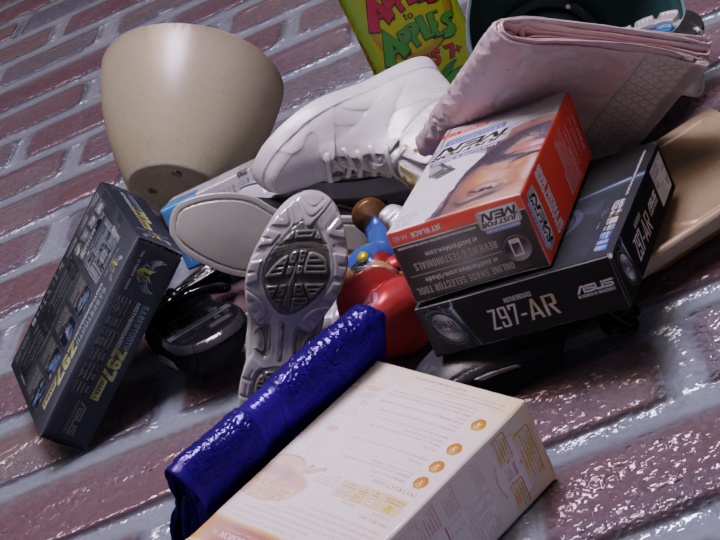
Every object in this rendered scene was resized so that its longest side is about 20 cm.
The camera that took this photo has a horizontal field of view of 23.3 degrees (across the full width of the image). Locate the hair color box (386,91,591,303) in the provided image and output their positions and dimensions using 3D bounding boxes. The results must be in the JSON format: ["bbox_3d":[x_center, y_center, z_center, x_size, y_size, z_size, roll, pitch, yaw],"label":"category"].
[{"bbox_3d":[0.102,-0.059,1.323,0.110,0.064,0.200,-17,22,24],"label":"hair color box"}]

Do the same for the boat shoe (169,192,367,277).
[{"bbox_3d":[-0.072,-0.035,1.567,0.198,0.075,0.060,2,12,-8],"label":"boat shoe"}]

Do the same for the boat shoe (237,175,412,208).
[{"bbox_3d":[-0.018,-0.090,1.620,0.198,0.071,0.070,-7,69,4],"label":"boat shoe"}]

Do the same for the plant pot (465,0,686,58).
[{"bbox_3d":[0.187,-0.209,1.603,0.199,0.201,0.134,-30,-2,-6],"label":"plant pot"}]

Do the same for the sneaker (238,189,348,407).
[{"bbox_3d":[-0.060,0.027,1.391,0.077,0.201,0.099,12,15,-8],"label":"sneaker"}]

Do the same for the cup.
[{"bbox_3d":[-0.188,-0.145,1.858,0.199,0.200,0.144,-12,55,29],"label":"cup"}]

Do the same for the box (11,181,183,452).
[{"bbox_3d":[-0.238,0.038,1.560,0.201,0.051,0.158,-63,26,9],"label":"box"}]

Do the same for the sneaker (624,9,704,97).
[{"bbox_3d":[0.205,-0.151,1.501,0.198,0.087,0.075,-15,33,8],"label":"sneaker"}]

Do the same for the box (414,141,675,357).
[{"bbox_3d":[0.144,-0.018,1.326,0.159,0.044,0.200,-16,21,28],"label":"box"}]

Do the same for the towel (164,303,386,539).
[{"bbox_3d":[-0.055,0.123,1.270,0.049,0.148,0.200,41,66,17],"label":"towel"}]

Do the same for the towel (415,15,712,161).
[{"bbox_3d":[0.161,-0.138,1.423,0.189,0.032,0.200,4,-25,-17],"label":"towel"}]

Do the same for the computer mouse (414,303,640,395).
[{"bbox_3d":[0.104,0.044,1.339,0.199,0.046,0.141,-28,26,-1],"label":"computer mouse"}]

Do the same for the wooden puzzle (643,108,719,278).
[{"bbox_3d":[0.253,-0.058,1.407,0.184,0.037,0.200,-32,21,-8],"label":"wooden puzzle"}]

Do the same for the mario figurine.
[{"bbox_3d":[0.000,0.000,1.447,0.105,0.124,0.200,-11,20,-3],"label":"mario figurine"}]

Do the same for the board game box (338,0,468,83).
[{"bbox_3d":[0.057,-0.218,1.705,0.101,0.201,0.048,-28,25,-2],"label":"board game box"}]

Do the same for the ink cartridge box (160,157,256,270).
[{"bbox_3d":[-0.087,-0.078,1.705,0.199,0.067,0.116,-25,7,4],"label":"ink cartridge box"}]

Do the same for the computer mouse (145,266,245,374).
[{"bbox_3d":[-0.128,0.043,1.568,0.140,0.046,0.200,-32,20,-22],"label":"computer mouse"}]

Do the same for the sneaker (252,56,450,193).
[{"bbox_3d":[0.012,-0.104,1.544,0.199,0.074,0.116,-31,58,-12],"label":"sneaker"}]

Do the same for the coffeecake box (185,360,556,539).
[{"bbox_3d":[0.007,0.161,1.176,0.200,0.073,0.153,-41,32,-28],"label":"coffeecake box"}]
